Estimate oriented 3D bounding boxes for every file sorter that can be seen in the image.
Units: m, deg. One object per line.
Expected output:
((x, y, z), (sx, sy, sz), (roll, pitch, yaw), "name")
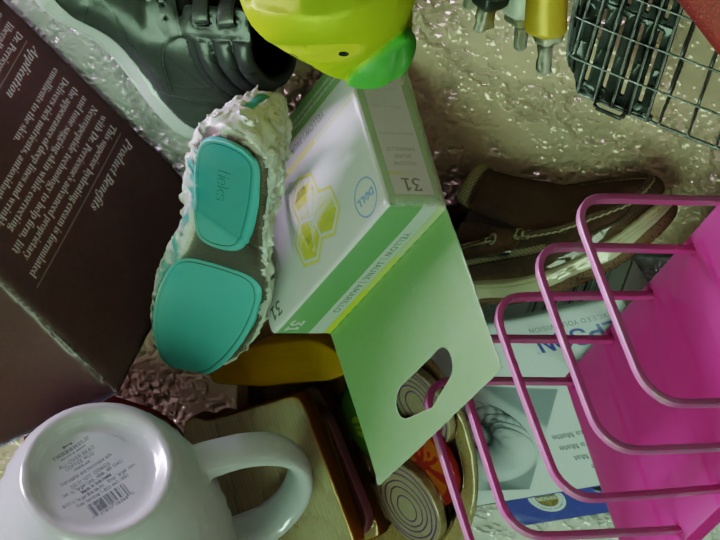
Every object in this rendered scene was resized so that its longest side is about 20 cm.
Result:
((0.137, 0.065, 1.461), (0.125, 0.140, 0.200), (1, 146, -30), "file sorter")

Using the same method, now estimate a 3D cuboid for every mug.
((-0.121, 0.152, 1.583), (0.199, 0.148, 0.176), (-20, 147, -11), "mug")

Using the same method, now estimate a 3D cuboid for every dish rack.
((0.209, -0.118, 1.397), (0.199, 0.055, 0.154), (21, 137, 7), "dish rack")

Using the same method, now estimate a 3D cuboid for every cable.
((0.085, -0.202, 1.388), (0.097, 0.050, 0.201), (41, 131, 32), "cable")

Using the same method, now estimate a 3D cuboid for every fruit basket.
((-0.037, -0.175, 1.379), (0.215, 0.155, 0.217), (12, 116, 27), "fruit basket")

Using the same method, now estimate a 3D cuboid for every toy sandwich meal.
((-0.021, 0.113, 1.648), (0.204, 0.070, 0.206), (17, 119, 33), "toy sandwich meal")

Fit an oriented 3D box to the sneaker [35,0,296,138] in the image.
((-0.112, -0.160, 1.496), (0.099, 0.071, 0.200), (-19, 129, 36), "sneaker")

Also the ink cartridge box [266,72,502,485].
((0.000, 0.000, 1.520), (0.048, 0.201, 0.146), (2, 149, -31), "ink cartridge box")

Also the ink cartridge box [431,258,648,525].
((0.125, 0.092, 1.660), (0.199, 0.041, 0.200), (-13, 126, 35), "ink cartridge box")

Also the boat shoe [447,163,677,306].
((0.081, -0.024, 1.540), (0.202, 0.075, 0.075), (-21, 107, 33), "boat shoe")

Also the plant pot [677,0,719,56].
((0.211, -0.218, 1.199), (0.176, 0.200, 0.200), (38, 138, 1), "plant pot")

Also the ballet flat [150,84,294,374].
((-0.071, -0.024, 1.533), (0.071, 0.072, 0.201), (22, 135, 3), "ballet flat")

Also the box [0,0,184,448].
((-0.232, -0.023, 1.616), (0.164, 0.166, 0.200), (-25, 119, 40), "box")

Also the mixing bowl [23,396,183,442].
((-0.159, 0.165, 1.782), (0.108, 0.201, 0.201), (-8, 136, -5), "mixing bowl")
